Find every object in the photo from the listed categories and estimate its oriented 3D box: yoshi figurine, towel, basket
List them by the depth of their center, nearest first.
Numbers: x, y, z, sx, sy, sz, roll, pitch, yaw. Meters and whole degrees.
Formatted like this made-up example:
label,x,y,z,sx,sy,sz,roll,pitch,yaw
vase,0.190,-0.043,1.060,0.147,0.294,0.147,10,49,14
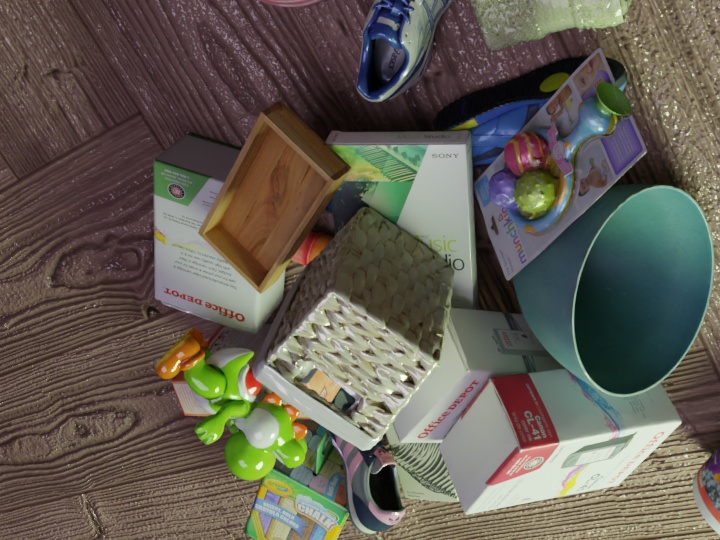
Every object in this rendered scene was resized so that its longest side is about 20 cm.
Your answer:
label,x,y,z,sx,sy,sz,roll,pitch,yaw
towel,0.153,-0.300,0.820,0.148,0.037,0.201,-8,119,20
basket,0.002,0.045,0.892,0.135,0.200,0.124,34,117,-8
yoshi figurine,-0.155,0.167,1.073,0.200,0.113,0.112,44,142,-6

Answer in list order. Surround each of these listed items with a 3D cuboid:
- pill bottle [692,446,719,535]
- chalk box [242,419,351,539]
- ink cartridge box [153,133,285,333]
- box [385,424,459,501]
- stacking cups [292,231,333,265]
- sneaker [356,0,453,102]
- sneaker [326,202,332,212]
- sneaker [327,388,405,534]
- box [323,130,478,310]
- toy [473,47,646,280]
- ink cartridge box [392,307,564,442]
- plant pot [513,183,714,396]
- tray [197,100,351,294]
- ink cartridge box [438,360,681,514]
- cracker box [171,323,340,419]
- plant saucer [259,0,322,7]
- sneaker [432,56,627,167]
label,x,y,z,sx,sy,sz,roll,pitch,yaw
pill bottle,0.444,0.192,0.966,0.111,0.112,0.201,29,128,6
chalk box,-0.060,0.284,1.256,0.123,0.125,0.201,28,130,7
ink cartridge box,-0.166,-0.042,1.119,0.144,0.084,0.201,18,126,14
box,0.077,0.190,1.165,0.082,0.068,0.201,-3,120,26
stacking cups,0.000,0.000,1.087,0.199,0.061,0.061,17,127,17
sneaker,0.046,-0.250,0.883,0.075,0.088,0.201,21,126,13
sneaker,-0.009,-0.095,1.017,0.200,0.066,0.079,38,108,-8
sneaker,0.012,0.224,1.171,0.082,0.070,0.201,-33,70,50
box,0.045,-0.045,0.958,0.143,0.036,0.201,1,120,14
toy,0.158,-0.093,0.837,0.047,0.116,0.200,6,145,-33
ink cartridge box,0.142,0.119,1.012,0.199,0.083,0.147,6,138,-31
plant pot,0.229,0.006,0.918,0.135,0.200,0.201,21,135,52
tray,-0.093,-0.071,0.968,0.099,0.037,0.200,44,135,5
ink cartridge box,0.202,0.170,0.961,0.199,0.086,0.148,-3,142,-23
cracker box,-0.116,0.124,1.171,0.199,0.134,0.058,-3,118,27
plant saucer,-0.084,-0.351,0.902,0.199,0.051,0.201,12,126,18
sneaker,0.170,-0.147,0.912,0.199,0.066,0.079,-15,124,32
